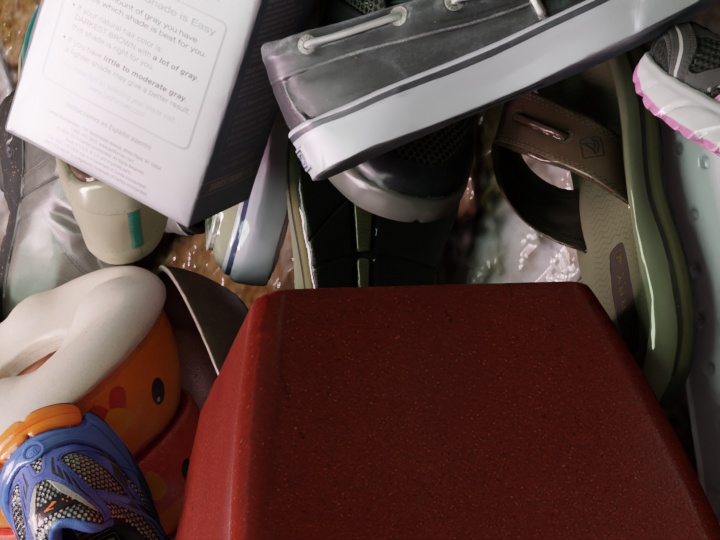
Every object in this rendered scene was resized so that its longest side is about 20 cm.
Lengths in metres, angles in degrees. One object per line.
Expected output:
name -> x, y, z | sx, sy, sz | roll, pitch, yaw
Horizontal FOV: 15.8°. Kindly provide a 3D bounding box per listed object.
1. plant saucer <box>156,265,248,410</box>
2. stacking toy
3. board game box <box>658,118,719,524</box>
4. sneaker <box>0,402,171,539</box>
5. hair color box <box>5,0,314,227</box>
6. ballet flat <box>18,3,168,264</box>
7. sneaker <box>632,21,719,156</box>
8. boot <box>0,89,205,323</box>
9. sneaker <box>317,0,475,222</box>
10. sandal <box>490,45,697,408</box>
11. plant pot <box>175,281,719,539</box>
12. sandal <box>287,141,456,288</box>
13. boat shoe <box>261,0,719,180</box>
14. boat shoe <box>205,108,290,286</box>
plant saucer -> -0.047, 0.089, 1.177 | 0.200, 0.032, 0.201 | 161, 90, -81
stacking toy -> -0.104, 0.111, 1.184 | 0.146, 0.146, 0.200 | -14, 117, 49
board game box -> 0.195, 0.002, 0.951 | 0.200, 0.026, 0.201 | -18, 76, 49
sneaker -> -0.091, 0.151, 1.099 | 0.075, 0.200, 0.078 | -35, 27, 5
hair color box -> -0.070, -0.132, 1.083 | 0.099, 0.061, 0.201 | 27, 115, 18
ballet flat -> -0.123, -0.069, 1.238 | 0.200, 0.069, 0.070 | -106, 37, -56
sneaker -> 0.182, -0.056, 0.901 | 0.200, 0.080, 0.087 | 34, 95, 49
boot -> -0.125, -0.015, 1.314 | 0.130, 0.068, 0.201 | -12, 82, 44
sneaker -> 0.022, -0.115, 1.070 | 0.200, 0.076, 0.114 | -86, 12, -45
sandal -> 0.085, -0.039, 1.035 | 0.080, 0.057, 0.202 | 112, 151, -59
plant pot -> 0.023, 0.110, 0.997 | 0.200, 0.199, 0.177 | 119, 147, -63
sandal -> -0.001, 0.001, 1.145 | 0.057, 0.080, 0.202 | -179, 90, -68
boat shoe -> 0.059, -0.103, 0.990 | 0.199, 0.074, 0.068 | -23, 89, 9
boat shoe -> -0.062, -0.088, 1.203 | 0.072, 0.062, 0.201 | 119, 155, -63
